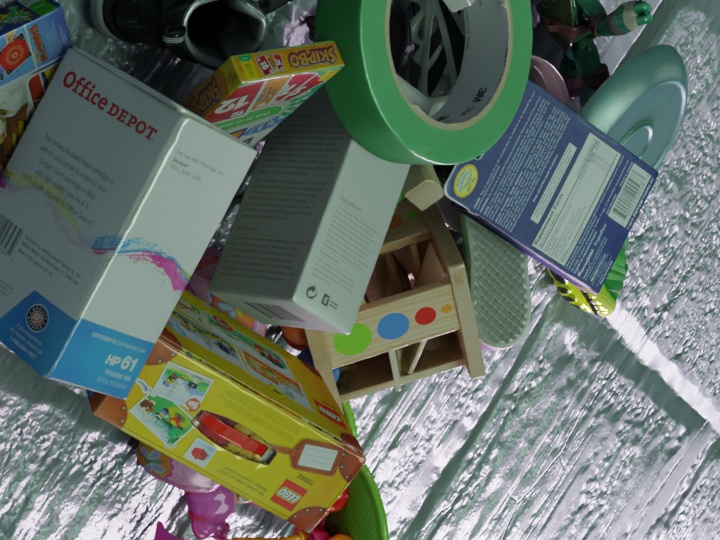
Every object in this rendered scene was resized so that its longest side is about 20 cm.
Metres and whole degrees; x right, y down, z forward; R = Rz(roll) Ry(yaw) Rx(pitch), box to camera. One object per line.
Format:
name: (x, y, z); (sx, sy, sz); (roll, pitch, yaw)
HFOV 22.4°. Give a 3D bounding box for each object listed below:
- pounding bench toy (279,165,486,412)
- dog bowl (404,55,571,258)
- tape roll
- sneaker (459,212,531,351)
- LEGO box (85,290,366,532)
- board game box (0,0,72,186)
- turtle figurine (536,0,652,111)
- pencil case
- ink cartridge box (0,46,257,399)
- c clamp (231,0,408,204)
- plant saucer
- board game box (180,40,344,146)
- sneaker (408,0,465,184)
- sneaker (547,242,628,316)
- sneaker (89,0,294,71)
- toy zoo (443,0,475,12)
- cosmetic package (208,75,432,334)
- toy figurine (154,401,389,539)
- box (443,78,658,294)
pounding bench toy: (0.000, 0.000, 1.505); (0.156, 0.124, 0.200); (-16, 129, -3)
dog bowl: (0.101, -0.107, 1.628); (0.200, 0.059, 0.201); (-24, 128, -34)
tape roll: (0.052, -0.180, 1.376); (0.200, 0.048, 0.201); (-4, 95, -47)
sneaker: (0.117, -0.030, 1.606); (0.114, 0.072, 0.201); (121, -23, -86)
LEGO box: (-0.110, 0.091, 1.368); (0.200, 0.149, 0.077); (33, 101, -26)
board game box: (-0.254, -0.080, 1.294); (0.135, 0.034, 0.200); (-31, 133, -28)
turtle figurine: (0.208, -0.234, 1.632); (0.100, 0.150, 0.200); (-1, 127, 3)
pencil case: (-0.128, 0.081, 1.491); (0.087, 0.087, 0.200); (-8, 119, -43)
ink cartridge box: (-0.181, -0.035, 1.256); (0.085, 0.144, 0.200); (22, 98, -49)
c clamp: (-0.032, -0.136, 1.497); (0.171, 0.027, 0.200); (7, 108, -47)
plant saucer: (0.235, -0.110, 1.638); (0.200, 0.027, 0.200); (-39, 153, -25)
board game box: (-0.103, -0.109, 1.344); (0.095, 0.200, 0.030); (-15, 79, -39)
sneaker: (0.088, -0.170, 1.492); (0.074, 0.088, 0.201); (-16, 102, -71)
sneaker: (0.214, -0.039, 1.786); (0.084, 0.074, 0.200); (-57, 144, -24)
sneaker: (-0.090, -0.194, 1.334); (0.200, 0.114, 0.076); (-19, 126, -38)
toy zoo: (0.075, -0.277, 1.343); (0.200, 0.020, 0.131); (-44, 110, -46)
cosmetic package: (-0.031, -0.058, 1.408); (0.071, 0.101, 0.200); (33, 72, -42)
toy figurine: (-0.093, 0.210, 1.586); (0.184, 0.150, 0.201); (-10, 98, -32)
box: (0.154, -0.076, 1.519); (0.200, 0.032, 0.121); (31, 85, -36)
